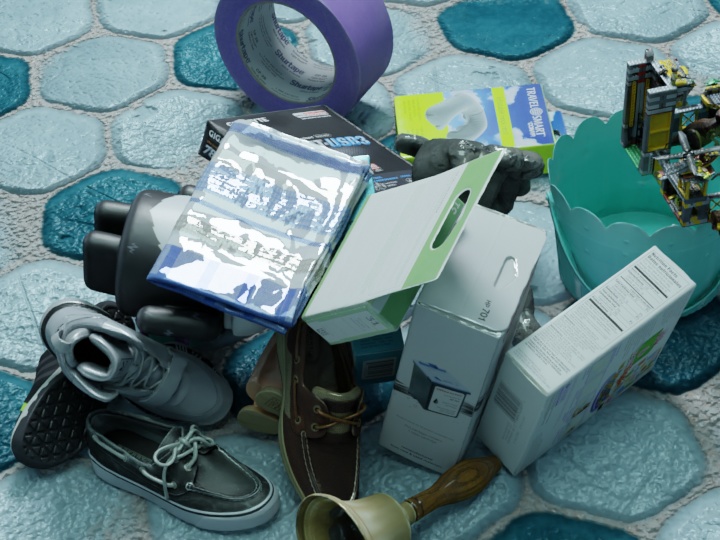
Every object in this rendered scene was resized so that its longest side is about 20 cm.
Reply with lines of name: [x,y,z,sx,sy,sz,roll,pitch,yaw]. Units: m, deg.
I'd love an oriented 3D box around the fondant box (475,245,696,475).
fondant box: [0.205,0.083,1.429,0.199,0.145,0.058,-32,65,-28]

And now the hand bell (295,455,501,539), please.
hand bell: [0.050,0.208,1.375,0.199,0.105,0.104,-22,43,-38]

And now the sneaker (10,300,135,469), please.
sneaker: [-0.286,0.115,1.523,0.082,0.072,0.201,-17,33,43]

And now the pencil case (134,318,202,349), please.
pencil case: [-0.147,0.005,1.602,0.092,0.086,0.200,10,40,41]

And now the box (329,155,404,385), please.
box: [0.000,0.000,1.471,0.049,0.082,0.202,-8,66,-5]

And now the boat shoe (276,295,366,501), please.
boat shoe: [-0.032,0.121,1.402,0.071,0.072,0.202,-1,77,-23]

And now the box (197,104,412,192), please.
box: [-0.038,-0.107,1.673,0.198,0.050,0.199,37,29,28]

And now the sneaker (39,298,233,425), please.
sneaker: [-0.204,0.096,1.441,0.199,0.076,0.115,29,2,-15]

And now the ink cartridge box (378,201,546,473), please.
ink cartridge box: [0.093,0.063,1.419,0.085,0.201,0.147,21,46,10]

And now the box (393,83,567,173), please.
box: [0.141,-0.156,1.786,0.198,0.048,0.123,-5,42,0]

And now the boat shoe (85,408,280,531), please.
boat shoe: [-0.165,0.174,1.426,0.198,0.069,0.074,21,47,26]

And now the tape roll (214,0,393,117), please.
tape roll: [-0.067,-0.274,1.822,0.198,0.201,0.085,17,45,23]

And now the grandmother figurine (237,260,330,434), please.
grandmother figurine: [-0.063,0.056,1.512,0.060,0.121,0.201,35,46,-21]

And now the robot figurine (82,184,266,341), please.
robot figurine: [-0.159,-0.009,1.469,0.198,0.125,0.152,11,86,2]

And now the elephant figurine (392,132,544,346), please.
elephant figurine: [0.107,-0.029,1.581,0.140,0.202,0.155,8,3,-17]

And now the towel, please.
towel: [-0.089,-0.046,1.415,0.146,0.024,0.201,20,57,9]

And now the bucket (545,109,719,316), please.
bucket: [0.290,-0.054,1.589,0.205,0.136,0.208,-3,41,3]

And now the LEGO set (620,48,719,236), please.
LEGO set: [0.333,-0.139,1.489,0.152,0.117,0.201,-6,41,-3]

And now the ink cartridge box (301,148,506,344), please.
ink cartridge box: [0.046,-0.018,1.330,0.199,0.048,0.146,-14,40,52]
